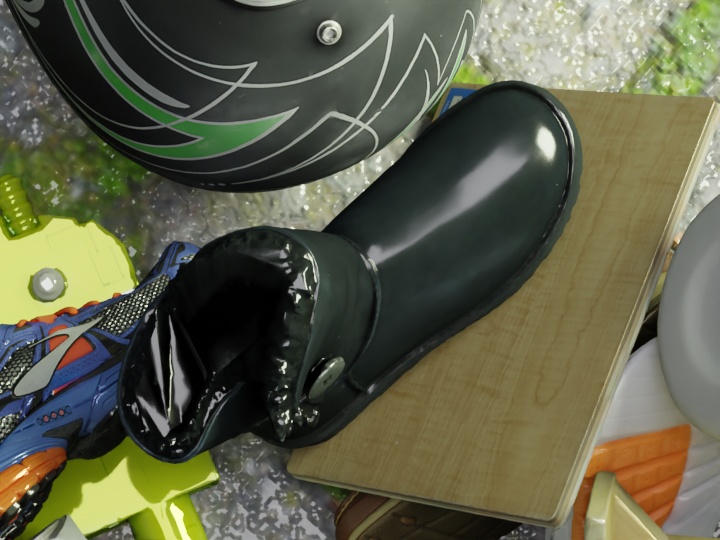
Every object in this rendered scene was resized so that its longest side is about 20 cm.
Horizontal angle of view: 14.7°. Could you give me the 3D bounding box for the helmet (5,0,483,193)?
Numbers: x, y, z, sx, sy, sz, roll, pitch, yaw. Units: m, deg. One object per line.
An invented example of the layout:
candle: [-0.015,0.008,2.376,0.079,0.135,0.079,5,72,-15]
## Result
helmet: [-0.046,-0.128,1.186,0.191,0.200,0.200,43,81,-3]

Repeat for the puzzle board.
puzzle board: [0.063,0.011,1.207,0.150,0.017,0.201,6,66,41]

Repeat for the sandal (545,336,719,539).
sandal: [0.109,0.117,1.218,0.079,0.059,0.208,1,110,-27]

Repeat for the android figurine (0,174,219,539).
android figurine: [-0.141,0.059,1.232,0.181,0.041,0.201,-21,85,-6]

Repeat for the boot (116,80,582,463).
boot: [0.000,0.000,1.127,0.200,0.168,0.076,-45,78,10]

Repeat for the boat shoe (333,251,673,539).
boat shoe: [0.066,0.060,1.238,0.200,0.072,0.068,-40,53,-1]

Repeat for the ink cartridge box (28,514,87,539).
ink cartridge box: [-0.125,0.224,1.166,0.145,0.083,0.201,-35,93,-1]

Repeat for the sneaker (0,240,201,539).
sneaker: [-0.132,0.043,1.150,0.078,0.075,0.200,43,52,6]

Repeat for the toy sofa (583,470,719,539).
toy sofa: [0.184,0.143,1.123,0.198,0.083,0.098,4,101,7]

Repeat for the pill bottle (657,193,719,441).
pill bottle: [0.230,0.033,1.168,0.199,0.112,0.113,15,79,-36]
